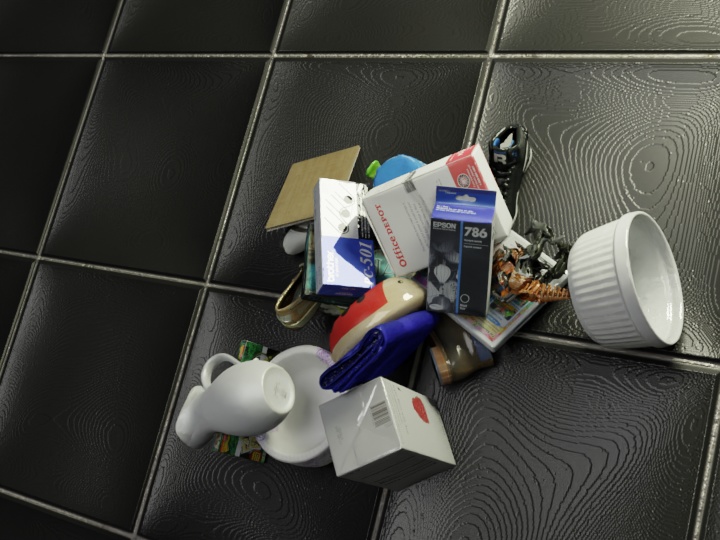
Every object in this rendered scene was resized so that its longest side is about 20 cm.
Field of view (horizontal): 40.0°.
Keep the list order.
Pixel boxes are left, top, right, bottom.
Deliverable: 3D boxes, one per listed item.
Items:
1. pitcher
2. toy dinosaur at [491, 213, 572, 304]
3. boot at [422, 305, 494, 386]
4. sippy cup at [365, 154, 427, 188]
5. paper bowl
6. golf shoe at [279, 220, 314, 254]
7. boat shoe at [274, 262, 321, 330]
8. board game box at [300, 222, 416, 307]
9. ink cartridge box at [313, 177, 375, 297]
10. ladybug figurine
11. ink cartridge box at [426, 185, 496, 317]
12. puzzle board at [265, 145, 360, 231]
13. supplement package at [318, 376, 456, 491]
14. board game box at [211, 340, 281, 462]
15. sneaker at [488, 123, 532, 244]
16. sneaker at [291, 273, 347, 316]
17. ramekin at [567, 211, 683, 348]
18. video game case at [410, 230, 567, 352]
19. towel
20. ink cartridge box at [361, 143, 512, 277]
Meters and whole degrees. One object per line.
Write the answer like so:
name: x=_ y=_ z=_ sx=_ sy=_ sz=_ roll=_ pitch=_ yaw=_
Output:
pitcher: x=-0.207 y=0.201 z=1.664 sx=0.199 sy=0.121 sz=0.172 roll=-21 pitch=50 yaw=34
toy dinosaur: x=0.270 y=0.004 z=1.527 sx=0.200 sy=0.102 sz=0.136 roll=39 pitch=93 yaw=39
boot: x=0.153 y=0.095 z=1.652 sx=0.097 sy=0.075 sz=0.201 roll=-14 pitch=58 yaw=0
sippy cup: x=0.089 y=-0.134 z=1.716 sx=0.177 sy=0.130 sz=0.140 roll=-6 pitch=69 yaw=29
paper bowl: x=-0.083 y=0.237 z=1.700 sx=0.200 sy=0.104 sz=0.202 roll=-10 pitch=69 yaw=26
golf shoe: x=-0.059 y=-0.066 z=1.810 sx=0.200 sy=0.078 sz=0.095 roll=-29 pitch=61 yaw=20
boat shoe: x=-0.077 y=0.009 z=1.712 sx=0.071 sy=0.076 sz=0.200 roll=20 pitch=67 yaw=33
board game box: x=0.000 y=0.000 z=1.694 sx=0.028 sy=0.199 sz=0.136 roll=132 pitch=144 yaw=-60
ink cartridge box: x=-0.028 y=-0.055 z=1.665 sx=0.044 sy=0.094 sz=0.201 roll=127 pitch=145 yaw=-59
ladybug figurine: x=0.020 y=0.079 z=1.612 sx=0.200 sy=0.136 sz=0.072 roll=-40 pitch=76 yaw=15
ink cartridge box: x=0.157 y=-0.029 z=1.542 sx=0.099 sy=0.039 sz=0.201 roll=6 pitch=110 yaw=14
puzzle board: x=-0.085 y=-0.152 z=1.840 sx=0.150 sy=0.017 sz=0.200 roll=-12 pitch=38 yaw=26
supplement package: x=0.046 y=0.261 z=1.559 sx=0.119 sy=0.200 sz=0.122 roll=-28 pitch=62 yaw=19
board game box: x=-0.193 y=0.235 z=1.765 sx=0.023 sy=0.105 sz=0.201 roll=-2 pitch=71 yaw=53
sneaker: x=0.227 y=-0.153 z=1.637 sx=0.073 sy=0.112 sz=0.201 roll=11 pitch=70 yaw=22
sneaker: x=-0.032 y=0.036 z=1.772 sx=0.199 sy=0.075 sz=0.085 roll=19 pitch=68 yaw=31
ramekin: x=0.388 y=0.021 z=1.456 sx=0.105 sy=0.200 sz=0.201 roll=-16 pitch=65 yaw=35
video game case: x=0.212 y=0.014 z=1.626 sx=0.182 sy=0.024 sz=0.200 roll=-42 pitch=56 yaw=-12
towel: x=0.037 y=0.128 z=1.546 sx=0.148 sy=0.200 sz=0.050 roll=-43 pitch=76 yaw=27
ink cartridge box: x=0.124 y=-0.096 z=1.593 sx=0.199 sy=0.083 sz=0.147 roll=-20 pitch=104 yaw=21
